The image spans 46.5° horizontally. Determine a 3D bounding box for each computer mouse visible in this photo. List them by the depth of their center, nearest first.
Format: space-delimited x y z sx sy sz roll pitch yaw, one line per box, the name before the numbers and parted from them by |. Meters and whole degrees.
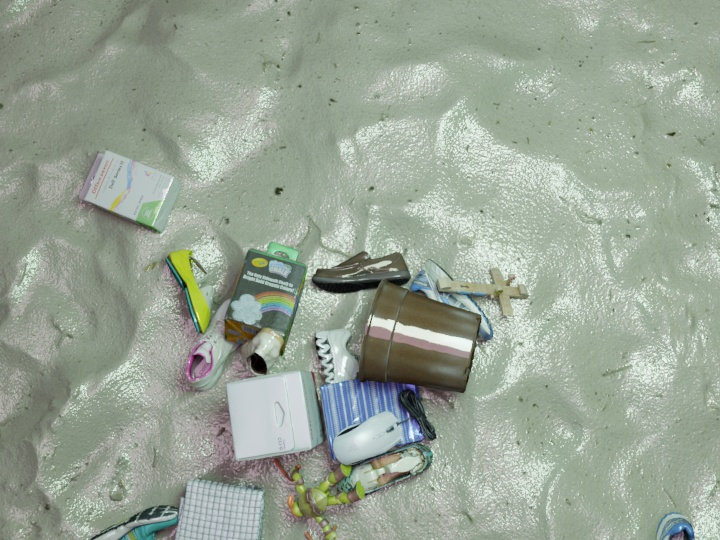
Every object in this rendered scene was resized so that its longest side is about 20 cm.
computer mouse | 0.043 0.309 1.588 0.199 0.044 0.110 -24 90 -19

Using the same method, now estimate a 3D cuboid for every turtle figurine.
turtle figurine | -0.083 0.427 1.605 0.161 0.064 0.201 -34 76 18

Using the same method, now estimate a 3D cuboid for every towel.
towel | 0.027 0.277 1.619 0.199 0.024 0.146 -8 86 -20
towel | -0.270 0.508 1.620 0.165 0.086 0.201 5 84 6

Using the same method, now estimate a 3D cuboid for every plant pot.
plant pot | 0.116 0.135 1.569 0.197 0.200 0.201 13 83 11

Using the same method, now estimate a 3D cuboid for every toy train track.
toy train track | 0.244 0.029 1.631 0.199 0.033 0.115 5 52 -22

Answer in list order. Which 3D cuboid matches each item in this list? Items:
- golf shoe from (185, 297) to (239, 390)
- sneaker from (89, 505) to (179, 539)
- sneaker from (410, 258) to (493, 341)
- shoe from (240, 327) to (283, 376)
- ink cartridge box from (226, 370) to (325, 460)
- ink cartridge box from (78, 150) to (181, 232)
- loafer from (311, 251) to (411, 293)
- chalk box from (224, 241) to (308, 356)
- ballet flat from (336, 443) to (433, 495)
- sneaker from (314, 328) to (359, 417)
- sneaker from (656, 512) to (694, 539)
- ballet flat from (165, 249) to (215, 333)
golf shoe | -0.288 0.145 1.669 0.075 0.092 0.201 22 82 8
sneaker | -0.436 0.521 1.641 0.199 0.078 0.080 -27 90 9
sneaker | 0.180 0.074 1.663 0.085 0.077 0.200 -45 74 7
shoe | -0.196 0.165 1.588 0.070 0.200 0.054 29 61 -4
ink cartridge box | -0.157 0.272 1.585 0.144 0.200 0.146 -10 81 2
ink cartridge box | -0.490 -0.171 1.741 0.199 0.067 0.118 21 84 7
loafer | 0.000 0.000 1.686 0.199 0.073 0.071 -4 71 -1
chalk box | -0.179 0.044 1.640 0.124 0.124 0.201 17 64 -1
ballet flat | 0.044 0.386 1.621 0.199 0.074 0.075 -24 81 1
sneaker | -0.034 0.211 1.654 0.081 0.075 0.201 -12 81 -7
sneaker | 0.569 0.551 1.543 0.077 0.085 0.201 12 84 6
ballet flat | -0.331 0.034 1.684 0.067 0.067 0.200 -22 59 -15
